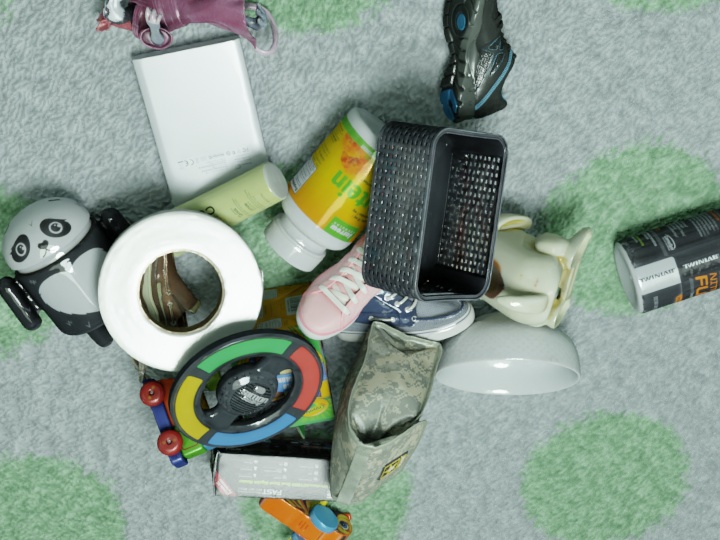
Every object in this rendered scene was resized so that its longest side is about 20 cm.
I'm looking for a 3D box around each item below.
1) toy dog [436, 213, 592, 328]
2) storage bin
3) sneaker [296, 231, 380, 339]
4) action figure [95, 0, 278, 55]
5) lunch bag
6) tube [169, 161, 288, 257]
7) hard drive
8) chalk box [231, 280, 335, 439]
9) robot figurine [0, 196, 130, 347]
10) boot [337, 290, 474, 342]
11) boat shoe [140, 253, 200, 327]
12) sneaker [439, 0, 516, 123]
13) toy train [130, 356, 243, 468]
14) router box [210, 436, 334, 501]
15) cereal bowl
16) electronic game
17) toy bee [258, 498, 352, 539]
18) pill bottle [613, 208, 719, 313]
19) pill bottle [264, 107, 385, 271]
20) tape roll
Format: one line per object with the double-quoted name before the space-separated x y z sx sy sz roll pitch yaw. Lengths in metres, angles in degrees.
"toy dog" 0.171 -0.001 1.353 0.200 0.194 0.140 22 129 21
"storage bin" 0.088 -0.070 1.231 0.135 0.094 0.201 -1 100 -44
"sneaker" 0.000 0.000 1.316 0.200 0.105 0.075 -39 77 -26
"action figure" -0.213 -0.313 1.203 0.200 0.134 0.149 -13 161 13
"lunch bag" 0.023 0.198 1.366 0.117 0.200 0.164 20 140 0
"tube" -0.184 -0.073 1.315 0.200 0.052 0.058 -23 93 25
"hard drive" -0.193 -0.183 1.295 0.132 0.025 0.200 -11 119 -1
"chalk box" -0.107 0.137 1.419 0.124 0.125 0.200 -9 117 -2
"robot figurine" -0.363 0.002 1.315 0.125 0.150 0.200 -9 125 36
"boot" 0.048 0.044 1.393 0.200 0.073 0.090 -7 127 15
"boat shoe" -0.244 0.035 1.352 0.075 0.075 0.203 5 123 -1
"sneaker" 0.148 -0.281 1.269 0.082 0.073 0.200 -9 125 -20
"toy train" -0.239 0.155 1.410 0.116 0.085 0.200 -21 74 -7
"router box" -0.113 0.279 1.474 0.199 0.150 0.062 6 91 -9
"cereal bowl" 0.203 0.111 1.434 0.200 0.084 0.200 4 160 1
"electronic game" -0.142 0.150 1.301 0.200 0.042 0.200 -13 133 -15
"toy bee" -0.062 0.393 1.586 0.131 0.109 0.200 -30 92 18
"pill bottle" 0.458 -0.020 1.413 0.200 0.106 0.106 -18 118 3
"pill bottle" -0.030 -0.097 1.311 0.111 0.111 0.200 35 109 -22
"tape roll" -0.221 0.024 1.278 0.202 0.037 0.203 -2 97 -12
